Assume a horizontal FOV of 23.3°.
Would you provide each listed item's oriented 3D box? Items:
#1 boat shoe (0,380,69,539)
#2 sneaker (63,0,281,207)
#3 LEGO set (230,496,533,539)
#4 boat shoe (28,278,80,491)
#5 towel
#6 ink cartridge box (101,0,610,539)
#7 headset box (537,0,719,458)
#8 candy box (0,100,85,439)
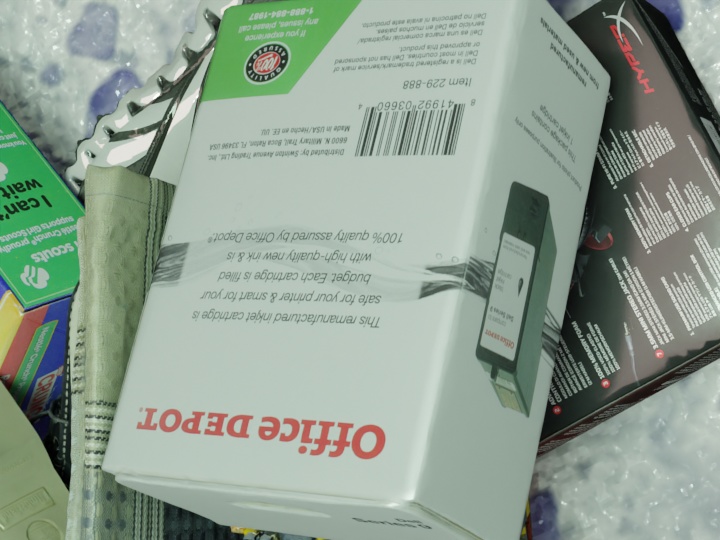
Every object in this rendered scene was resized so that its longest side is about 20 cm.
[{"bbox_3d":[-0.150,0.129,0.740,0.063,0.073,0.202,-47,68,38],"label":"boat shoe"},{"bbox_3d":[-0.070,-0.056,0.820,0.091,0.066,0.200,45,103,22],"label":"sneaker"},{"bbox_3d":[0.013,0.181,0.717,0.152,0.116,0.202,9,123,15],"label":"LEGO set"},{"bbox_3d":[-0.116,0.074,0.796,0.062,0.075,0.201,22,134,24],"label":"boat shoe"},{"bbox_3d":[-0.074,0.063,0.745,0.034,0.192,0.202,0,83,24],"label":"towel"},{"bbox_3d":[0.000,0.000,0.669,0.145,0.084,0.202,1,69,35],"label":"ink cartridge box"},{"bbox_3d":[0.072,-0.003,0.754,0.199,0.075,0.150,-32,77,19],"label":"headset box"},{"bbox_3d":[-0.215,-0.008,0.845,0.200,0.077,0.170,48,132,17],"label":"candy box"}]
